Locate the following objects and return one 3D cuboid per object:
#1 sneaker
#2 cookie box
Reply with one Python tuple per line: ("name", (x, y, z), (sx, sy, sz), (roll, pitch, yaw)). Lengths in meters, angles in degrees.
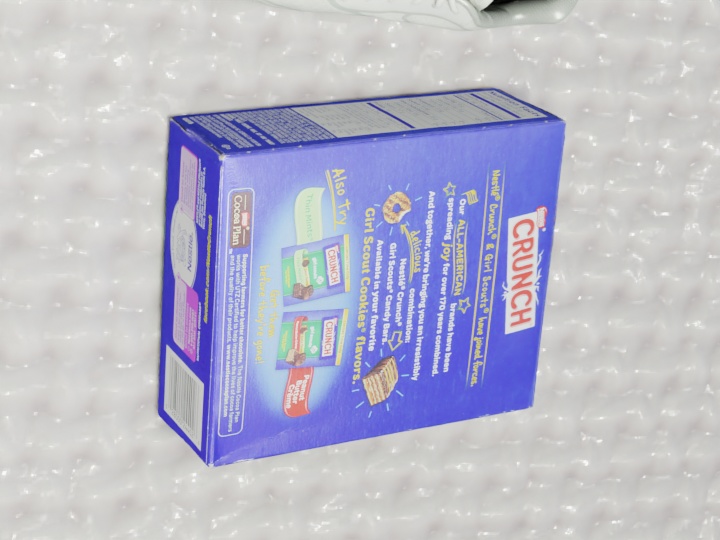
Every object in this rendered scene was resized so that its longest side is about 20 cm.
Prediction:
("sneaker", (0.021, -0.155, 0.970), (0.198, 0.081, 0.076), (-1, 114, -28))
("cookie box", (0.000, 0.000, 1.029), (0.198, 0.075, 0.173), (-7, 115, -27))
